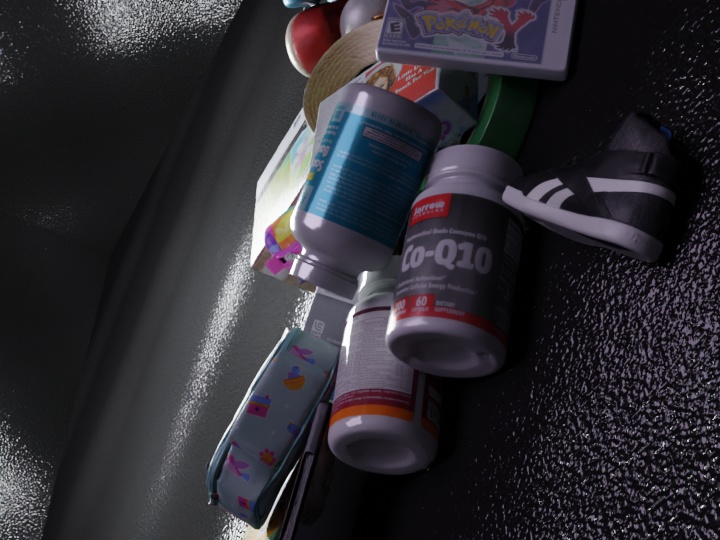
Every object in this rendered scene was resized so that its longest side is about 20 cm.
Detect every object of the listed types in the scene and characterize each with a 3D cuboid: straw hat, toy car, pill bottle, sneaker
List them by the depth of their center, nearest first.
[{"bbox_3d":[0.202,-0.079,0.912,0.113,0.073,0.200,-64,27,2],"label":"sneaker"},{"bbox_3d":[0.095,-0.011,1.045,0.114,0.113,0.202,-36,37,57],"label":"pill bottle"},{"bbox_3d":[-0.002,-0.076,1.101,0.202,0.110,0.111,-68,19,-2],"label":"pill bottle"},{"bbox_3d":[0.032,0.093,1.109,0.110,0.109,0.202,-43,31,50],"label":"pill bottle"},{"bbox_3d":[0.026,-0.217,1.415,0.199,0.085,0.203,-17,55,26],"label":"straw hat"},{"bbox_3d":[0.014,-0.337,1.538,0.199,0.176,0.186,-9,95,44],"label":"toy car"}]

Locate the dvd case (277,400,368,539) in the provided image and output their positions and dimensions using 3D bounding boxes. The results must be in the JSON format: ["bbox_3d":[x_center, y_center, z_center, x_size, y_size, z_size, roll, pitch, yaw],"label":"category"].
[{"bbox_3d":[-0.037,0.248,1.126,0.017,0.143,0.202,9,72,25],"label":"dvd case"}]

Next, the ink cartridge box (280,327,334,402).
[{"bbox_3d":[-0.098,0.190,1.420,0.202,0.067,0.116,-65,19,9],"label":"ink cartridge box"}]

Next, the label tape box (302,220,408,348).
[{"bbox_3d":[0.000,0.000,1.281,0.144,0.063,0.202,62,-134,-78],"label":"label tape box"}]

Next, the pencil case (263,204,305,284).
[{"bbox_3d":[-0.029,-0.068,1.349,0.199,0.088,0.089,-37,31,23],"label":"pencil case"}]

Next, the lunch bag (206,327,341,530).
[{"bbox_3d":[-0.093,0.171,1.165,0.201,0.077,0.161,-60,-5,-23],"label":"lunch bag"}]

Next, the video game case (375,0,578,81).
[{"bbox_3d":[0.129,-0.289,1.157,0.023,0.198,0.184,76,-155,-63],"label":"video game case"}]

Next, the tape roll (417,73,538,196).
[{"bbox_3d":[0.123,-0.162,1.232,0.201,0.048,0.202,-54,24,36],"label":"tape roll"}]

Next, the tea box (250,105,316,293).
[{"bbox_3d":[-0.047,-0.108,1.503,0.201,0.133,0.198,-54,25,34],"label":"tea box"}]

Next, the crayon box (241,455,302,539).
[{"bbox_3d":[-0.072,0.267,1.222,0.119,0.058,0.201,-39,22,55],"label":"crayon box"}]

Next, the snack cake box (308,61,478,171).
[{"bbox_3d":[0.037,-0.177,1.228,0.199,0.067,0.116,-28,39,37],"label":"snack cake box"}]
